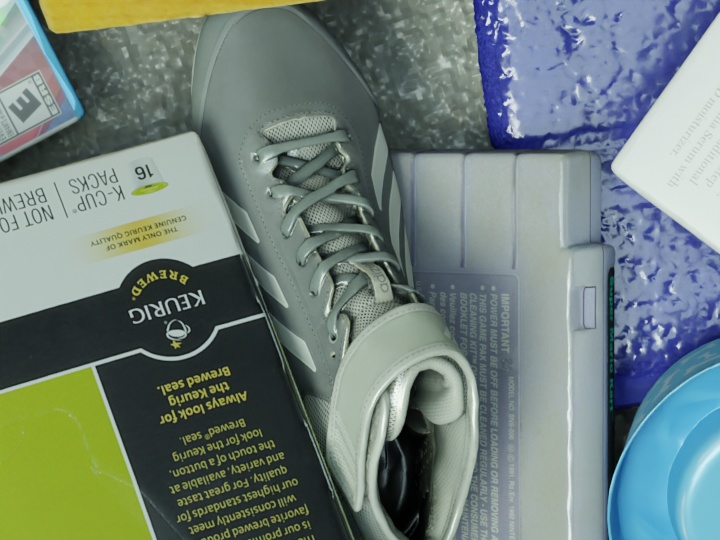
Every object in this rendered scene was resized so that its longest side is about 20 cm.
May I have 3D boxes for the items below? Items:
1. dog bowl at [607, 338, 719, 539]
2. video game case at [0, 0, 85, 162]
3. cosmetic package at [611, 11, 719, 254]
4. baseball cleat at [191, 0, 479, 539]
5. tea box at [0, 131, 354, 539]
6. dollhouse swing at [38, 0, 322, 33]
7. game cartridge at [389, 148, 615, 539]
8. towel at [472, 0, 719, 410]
[{"bbox_3d":[0.167,0.102,0.908,0.111,0.050,0.200,-42,104,13],"label":"dog bowl"},{"bbox_3d":[-0.213,-0.069,0.904,0.199,0.018,0.144,-29,101,-9],"label":"video game case"},{"bbox_3d":[0.192,-0.013,0.859,0.200,0.071,0.102,38,99,12],"label":"cosmetic package"},{"bbox_3d":[0.000,0.000,0.870,0.069,0.106,0.201,-17,92,-21],"label":"baseball cleat"},{"bbox_3d":[-0.120,0.088,0.865,0.199,0.134,0.198,-16,74,-18],"label":"tea box"},{"bbox_3d":[-0.034,-0.216,0.889,0.181,0.176,0.201,-5,122,24],"label":"dollhouse swing"},{"bbox_3d":[0.029,0.058,0.928,0.129,0.038,0.201,2,94,32],"label":"game cartridge"},{"bbox_3d":[0.116,-0.055,0.942,0.147,0.050,0.201,-9,95,0],"label":"towel"}]
